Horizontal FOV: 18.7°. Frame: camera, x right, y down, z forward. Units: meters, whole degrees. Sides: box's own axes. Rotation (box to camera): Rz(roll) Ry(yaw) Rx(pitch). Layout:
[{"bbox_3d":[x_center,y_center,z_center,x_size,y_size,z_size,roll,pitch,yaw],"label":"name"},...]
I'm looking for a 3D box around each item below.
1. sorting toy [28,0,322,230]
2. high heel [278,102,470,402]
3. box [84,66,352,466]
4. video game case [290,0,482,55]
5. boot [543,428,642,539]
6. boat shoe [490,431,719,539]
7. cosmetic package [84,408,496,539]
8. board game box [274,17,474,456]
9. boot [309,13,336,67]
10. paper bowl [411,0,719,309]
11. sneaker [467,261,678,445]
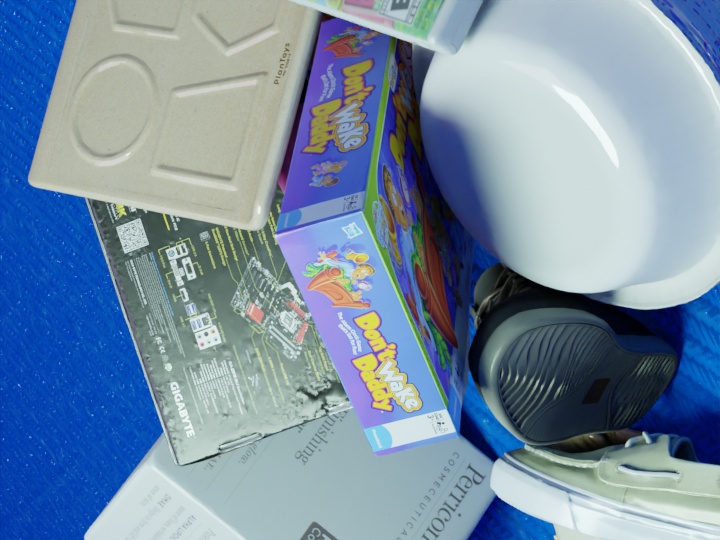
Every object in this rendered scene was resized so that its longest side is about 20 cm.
[{"bbox_3d":[-0.099,-0.124,1.266,0.199,0.036,0.187,11,84,39],"label":"sorting toy"},{"bbox_3d":[0.000,0.000,1.255,0.095,0.067,0.201,-2,114,39],"label":"high heel"},{"bbox_3d":[-0.067,-0.001,1.313,0.049,0.159,0.202,-10,-100,-78],"label":"box"},{"bbox_3d":[0.026,-0.217,1.063,0.182,0.022,0.201,25,90,47],"label":"video game case"},{"bbox_3d":[0.135,0.171,1.305,0.199,0.072,0.156,-12,102,57],"label":"boot"},{"bbox_3d":[0.163,0.119,1.170,0.199,0.072,0.063,13,90,31],"label":"boat shoe"},{"bbox_3d":[-0.044,0.158,1.450,0.200,0.165,0.165,38,148,-2],"label":"cosmetic package"},{"bbox_3d":[0.013,-0.025,1.089,0.201,0.044,0.135,-81,-27,-54],"label":"board game box"},{"bbox_3d":[-0.015,-0.159,1.327,0.107,0.075,0.200,43,147,2],"label":"boot"},{"bbox_3d":[0.109,-0.071,1.052,0.200,0.104,0.202,29,139,29],"label":"paper bowl"},{"bbox_3d":[0.084,0.033,1.151,0.106,0.200,0.075,37,100,27],"label":"sneaker"}]
